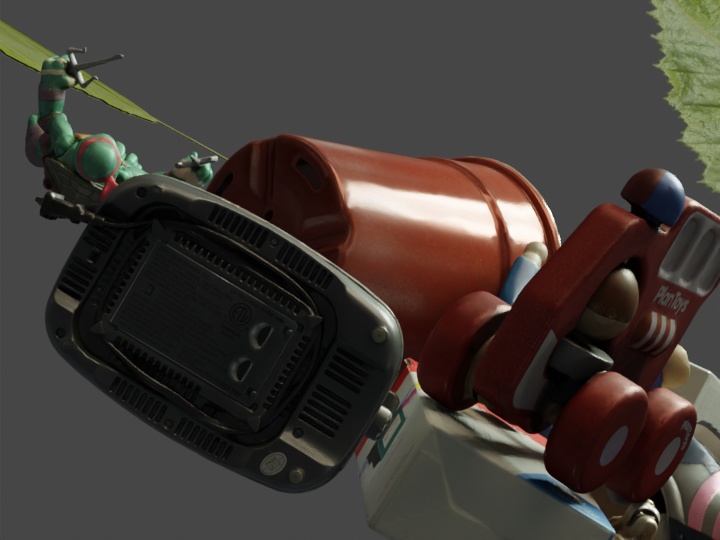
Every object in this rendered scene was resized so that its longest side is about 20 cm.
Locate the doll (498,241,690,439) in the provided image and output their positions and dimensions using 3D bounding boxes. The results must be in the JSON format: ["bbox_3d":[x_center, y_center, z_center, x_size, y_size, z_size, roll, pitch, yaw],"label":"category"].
[{"bbox_3d":[0.131,0.046,1.093,0.200,0.137,0.048,-4,-9,-41],"label":"doll"}]

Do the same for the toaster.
[{"bbox_3d":[-0.071,0.026,0.845,0.200,0.114,0.129,30,1,3],"label":"toaster"}]

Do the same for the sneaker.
[{"bbox_3d":[0.218,0.171,0.995,0.200,0.082,0.070,-125,-165,-59],"label":"sneaker"}]

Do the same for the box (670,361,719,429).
[{"bbox_3d":[0.262,0.132,1.553,0.152,0.106,0.200,26,-5,30],"label":"box"}]

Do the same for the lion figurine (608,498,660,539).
[{"bbox_3d":[0.204,0.217,0.931,0.200,0.072,0.122,45,-5,-9],"label":"lion figurine"}]

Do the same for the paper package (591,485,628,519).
[{"bbox_3d":[0.255,0.193,1.165,0.200,0.104,0.191,32,5,16],"label":"paper package"}]

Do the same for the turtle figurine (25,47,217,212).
[{"bbox_3d":[-0.200,-0.093,1.267,0.150,0.101,0.200,45,-13,-13],"label":"turtle figurine"}]

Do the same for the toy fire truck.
[{"bbox_3d":[0.134,0.026,0.912,0.112,0.168,0.200,32,6,30],"label":"toy fire truck"}]

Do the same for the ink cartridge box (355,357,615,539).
[{"bbox_3d":[0.063,0.119,0.951,0.116,0.067,0.200,31,5,-6],"label":"ink cartridge box"}]

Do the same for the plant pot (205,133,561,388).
[{"bbox_3d":[0.000,0.000,1.132,0.195,0.201,0.201,14,16,-45],"label":"plant pot"}]
